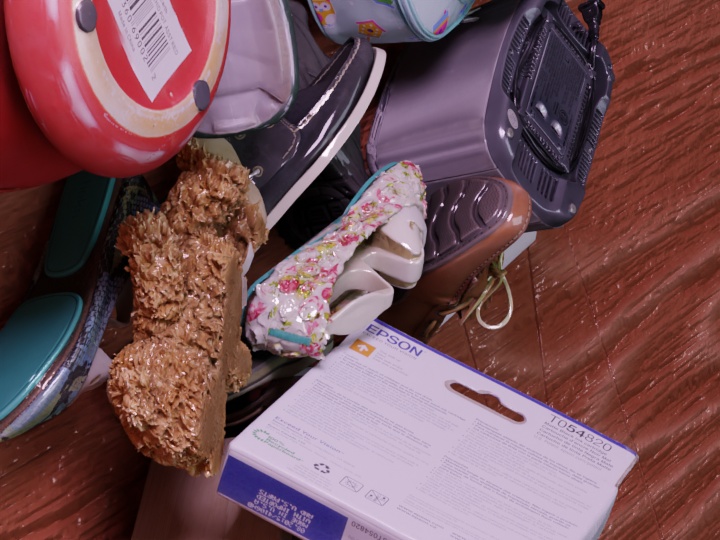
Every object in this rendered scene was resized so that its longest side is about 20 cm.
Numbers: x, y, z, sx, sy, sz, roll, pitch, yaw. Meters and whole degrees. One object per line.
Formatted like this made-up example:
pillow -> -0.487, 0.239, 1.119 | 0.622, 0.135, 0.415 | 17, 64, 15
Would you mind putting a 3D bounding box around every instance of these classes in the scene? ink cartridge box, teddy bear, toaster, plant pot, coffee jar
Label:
ink cartridge box -> 0.043, 0.120, 1.559 | 0.200, 0.199, 0.041 | -41, 154, -57
teddy bear -> -0.100, 0.016, 1.511 | 0.145, 0.066, 0.201 | 36, 60, -73
toaster -> 0.088, -0.109, 1.823 | 0.114, 0.129, 0.201 | 47, 45, -34
plant pot -> -0.176, -0.139, 1.372 | 0.200, 0.182, 0.202 | -1, 91, -61
coffee jar -> -0.082, -0.148, 1.543 | 0.200, 0.085, 0.105 | -101, -179, -74

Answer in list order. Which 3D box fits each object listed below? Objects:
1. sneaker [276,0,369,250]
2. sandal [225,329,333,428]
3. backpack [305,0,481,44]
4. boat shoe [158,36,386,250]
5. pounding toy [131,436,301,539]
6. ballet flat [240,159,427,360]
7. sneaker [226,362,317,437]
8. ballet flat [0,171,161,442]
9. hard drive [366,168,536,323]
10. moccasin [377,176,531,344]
sneaker -> -0.025, -0.089, 1.731 | 0.091, 0.076, 0.201 | -65, 144, -43
sandal -> -0.078, 0.068, 1.648 | 0.201, 0.079, 0.058 | -14, 117, -59
backpack -> 0.040, -0.243, 1.758 | 0.200, 0.153, 0.177 | -46, 135, -44
boat shoe -> -0.061, -0.071, 1.616 | 0.068, 0.072, 0.200 | 44, 81, -15
pounding toy -> -0.080, 0.237, 1.620 | 0.185, 0.141, 0.201 | -79, 153, -43
ballet flat -> 0.000, 0.000, 1.645 | 0.200, 0.064, 0.076 | -44, 149, -44
sneaker -> -0.009, 0.094, 1.740 | 0.200, 0.097, 0.071 | -18, 109, -56
ballet flat -> -0.158, 0.026, 1.509 | 0.074, 0.074, 0.201 | 55, 48, -45
hard drive -> 0.066, -0.044, 1.925 | 0.200, 0.026, 0.133 | -39, 124, -51
moccasin -> 0.061, 0.002, 1.739 | 0.077, 0.201, 0.074 | 23, 52, -15
